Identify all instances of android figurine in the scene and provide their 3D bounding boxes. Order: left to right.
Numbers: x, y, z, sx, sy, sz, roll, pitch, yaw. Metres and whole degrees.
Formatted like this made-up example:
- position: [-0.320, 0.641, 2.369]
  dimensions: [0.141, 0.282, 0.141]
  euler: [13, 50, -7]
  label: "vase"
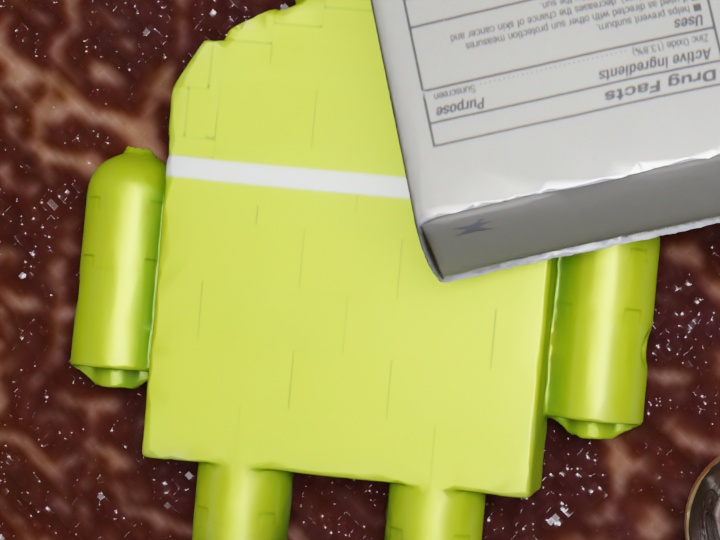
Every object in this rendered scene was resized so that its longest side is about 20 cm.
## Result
- position: [0.000, 0.000, 0.840]
  dimensions: [0.181, 0.041, 0.201]
  euler: [4, 90, 11]
  label: "android figurine"

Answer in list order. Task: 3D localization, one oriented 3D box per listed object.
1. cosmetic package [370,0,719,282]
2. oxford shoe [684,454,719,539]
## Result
- position: [0.047, -0.109, 0.776]
  dimensions: [0.103, 0.087, 0.201]
  euler: [-11, 77, 3]
  label: "cosmetic package"
- position: [0.164, 0.135, 0.790]
  dimensions: [0.071, 0.073, 0.200]
  euler: [-45, 82, 6]
  label: "oxford shoe"
